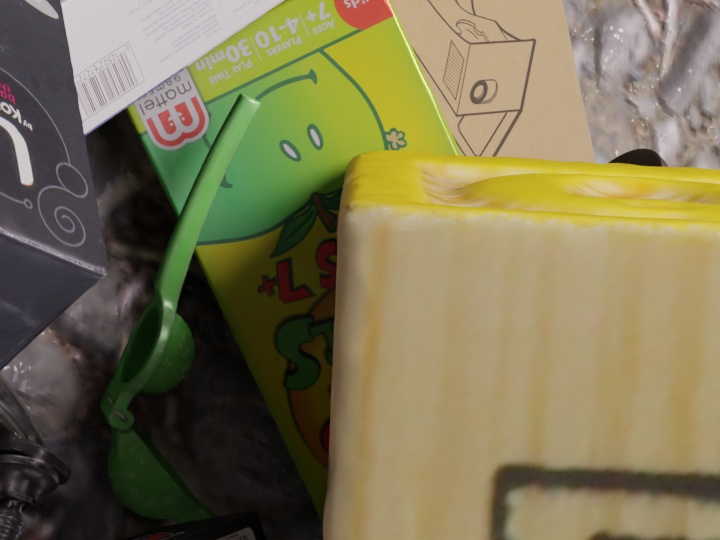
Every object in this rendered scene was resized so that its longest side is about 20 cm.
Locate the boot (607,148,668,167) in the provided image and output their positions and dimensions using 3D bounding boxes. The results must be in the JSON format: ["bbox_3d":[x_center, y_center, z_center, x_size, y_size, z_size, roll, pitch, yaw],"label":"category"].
[{"bbox_3d":[0.144,0.069,1.040,0.199,0.064,0.187,23,90,-30],"label":"boot"}]

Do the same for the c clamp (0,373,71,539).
[{"bbox_3d":[-0.151,0.112,0.829,0.170,0.027,0.201,26,65,-27],"label":"c clamp"}]

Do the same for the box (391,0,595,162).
[{"bbox_3d":[0.022,-0.092,1.019,0.163,0.021,0.201,-8,84,-40],"label":"box"}]

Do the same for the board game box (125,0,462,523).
[{"bbox_3d":[0.000,0.000,0.928,0.101,0.048,0.201,-25,98,0],"label":"board game box"}]

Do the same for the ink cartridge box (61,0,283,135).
[{"bbox_3d":[-0.090,-0.088,0.875,0.200,0.094,0.044,-38,114,-38],"label":"ink cartridge box"}]

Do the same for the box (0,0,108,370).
[{"bbox_3d":[-0.159,-0.064,0.716,0.122,0.106,0.201,24,38,-38],"label":"box"}]

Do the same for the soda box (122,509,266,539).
[{"bbox_3d":[-0.117,0.135,0.786,0.199,0.071,0.064,-18,91,-36],"label":"soda box"}]

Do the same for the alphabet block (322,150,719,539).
[{"bbox_3d":[0.085,0.072,0.817,0.195,0.195,0.201,3,97,-1],"label":"alphabet block"}]

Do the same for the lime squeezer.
[{"bbox_3d":[-0.056,0.043,0.888,0.038,0.070,0.201,-78,161,-76],"label":"lime squeezer"}]
